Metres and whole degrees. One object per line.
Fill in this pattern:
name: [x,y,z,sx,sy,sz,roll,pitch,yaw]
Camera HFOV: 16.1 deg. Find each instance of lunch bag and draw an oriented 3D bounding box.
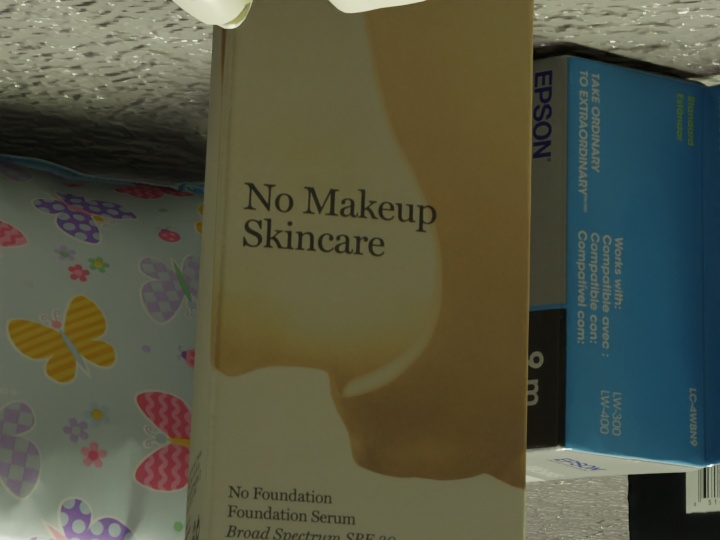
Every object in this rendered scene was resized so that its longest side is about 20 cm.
lunch bag: [-0.121,0.046,1.016,0.168,0.201,0.127,9,144,-19]

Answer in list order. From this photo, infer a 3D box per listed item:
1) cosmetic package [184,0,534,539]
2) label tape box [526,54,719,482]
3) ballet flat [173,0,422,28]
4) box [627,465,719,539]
cosmetic package: [0.000,0.000,0.815,0.104,0.202,0.071,3,165,-8]
label tape box: [0.059,0.001,0.924,0.199,0.145,0.066,-8,163,35]
ballet flat: [-0.020,-0.102,0.687,0.198,0.068,0.068,-3,165,20]
box: [0.264,0.126,1.470,0.147,0.105,0.199,-8,163,34]
